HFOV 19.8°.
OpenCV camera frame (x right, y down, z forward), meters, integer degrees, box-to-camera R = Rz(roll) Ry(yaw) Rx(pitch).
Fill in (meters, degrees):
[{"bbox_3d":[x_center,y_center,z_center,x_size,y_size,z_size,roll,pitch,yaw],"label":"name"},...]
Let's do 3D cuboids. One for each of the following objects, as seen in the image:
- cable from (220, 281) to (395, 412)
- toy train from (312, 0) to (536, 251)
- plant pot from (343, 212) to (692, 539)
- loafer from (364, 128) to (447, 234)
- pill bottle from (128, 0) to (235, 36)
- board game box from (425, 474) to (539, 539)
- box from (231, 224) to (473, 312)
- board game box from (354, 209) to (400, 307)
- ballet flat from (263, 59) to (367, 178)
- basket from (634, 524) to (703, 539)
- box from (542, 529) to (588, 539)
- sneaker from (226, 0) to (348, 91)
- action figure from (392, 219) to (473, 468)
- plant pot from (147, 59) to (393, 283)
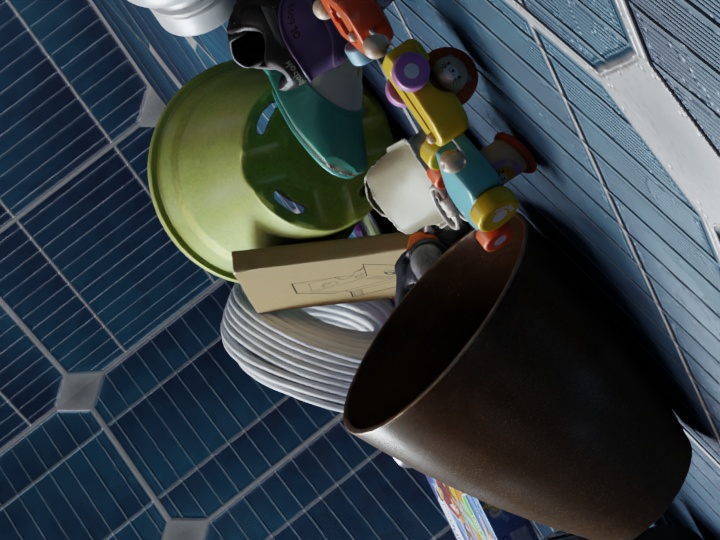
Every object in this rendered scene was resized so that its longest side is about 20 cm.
[{"bbox_3d":[-0.028,0.061,1.886,0.200,0.069,0.200,26,-160,20],"label":"cable"},{"bbox_3d":[0.045,-0.109,1.285,0.200,0.056,0.150,58,175,-24],"label":"toy train"},{"bbox_3d":[0.123,0.094,1.411,0.200,0.187,0.187,39,179,-15],"label":"plant pot"},{"bbox_3d":[0.046,-0.062,1.499,0.076,0.068,0.200,52,175,-1],"label":"loafer"},{"bbox_3d":[-0.169,-0.282,1.656,0.112,0.112,0.200,48,173,40],"label":"pill bottle"},{"bbox_3d":[0.097,0.192,1.752,0.200,0.034,0.135,64,166,3],"label":"board game box"},{"bbox_3d":[0.000,0.000,1.730,0.164,0.200,0.021,70,-165,-76],"label":"box"},{"bbox_3d":[0.021,-0.029,1.907,0.200,0.032,0.120,-121,8,-63],"label":"board game box"},{"bbox_3d":[-0.038,-0.156,1.561,0.067,0.070,0.200,13,-147,-42],"label":"ballet flat"},{"bbox_3d":[0.280,0.307,1.657,0.180,0.136,0.200,46,-176,-36],"label":"basket"},{"bbox_3d":[0.216,0.282,1.855,0.200,0.060,0.117,-6,-99,-71],"label":"box"},{"bbox_3d":[-0.071,-0.196,1.506,0.076,0.088,0.200,55,175,-36],"label":"sneaker"},{"bbox_3d":[0.056,0.026,1.564,0.200,0.104,0.194,94,-174,-58],"label":"action figure"},{"bbox_3d":[-0.060,-0.091,1.719,0.200,0.200,0.184,53,164,-10],"label":"plant pot"}]
